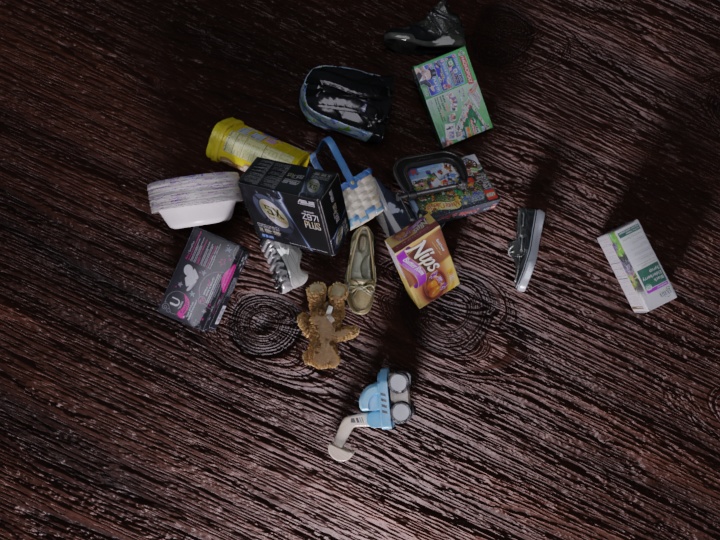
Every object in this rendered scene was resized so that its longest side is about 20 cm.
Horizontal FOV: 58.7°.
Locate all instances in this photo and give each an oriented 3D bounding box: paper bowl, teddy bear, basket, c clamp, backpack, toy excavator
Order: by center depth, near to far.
[{"bbox_3d":[-0.358,-0.151,1.402,0.199,0.201,0.105,-9,97,-3],"label":"paper bowl"},{"bbox_3d":[0.158,-0.195,1.423,0.199,0.027,0.171,-18,59,-18],"label":"c clamp"},{"bbox_3d":[-0.044,-0.191,1.431,0.138,0.176,0.201,-28,92,-14],"label":"basket"},{"bbox_3d":[0.023,0.323,1.444,0.198,0.100,0.196,-6,84,10],"label":"toy excavator"},{"bbox_3d":[-0.077,0.123,1.461,0.144,0.067,0.202,-14,83,1],"label":"teddy bear"},{"bbox_3d":[-0.042,-0.388,1.472,0.199,0.154,0.165,10,87,-23],"label":"backpack"}]

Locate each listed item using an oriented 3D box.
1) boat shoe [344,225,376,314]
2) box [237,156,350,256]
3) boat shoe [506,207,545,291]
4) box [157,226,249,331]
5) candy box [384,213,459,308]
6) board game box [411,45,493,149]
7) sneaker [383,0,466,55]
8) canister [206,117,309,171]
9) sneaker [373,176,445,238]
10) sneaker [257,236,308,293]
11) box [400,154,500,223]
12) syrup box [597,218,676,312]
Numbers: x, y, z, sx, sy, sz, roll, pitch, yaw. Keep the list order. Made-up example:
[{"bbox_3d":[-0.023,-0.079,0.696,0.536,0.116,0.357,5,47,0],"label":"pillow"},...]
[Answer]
[{"bbox_3d":[0.003,-0.001,1.472,0.073,0.063,0.202,6,85,-2],"label":"boat shoe"},{"bbox_3d":[-0.135,-0.134,1.341,0.199,0.164,0.086,15,54,22],"label":"box"},{"bbox_3d":[0.377,-0.050,1.495,0.070,0.072,0.201,13,75,8],"label":"boat shoe"},{"bbox_3d":[-0.345,0.020,1.423,0.114,0.132,0.201,24,86,2],"label":"box"},{"bbox_3d":[0.141,-0.018,1.421,0.116,0.201,0.057,-31,46,-5],"label":"candy box"},{"bbox_3d":[0.217,-0.406,1.509,0.134,0.029,0.201,-22,99,-4],"label":"board game box"},{"bbox_3d":[0.150,-0.576,1.518,0.198,0.076,0.115,-3,84,-5],"label":"sneaker"},{"bbox_3d":[-0.226,-0.261,1.440,0.199,0.149,0.087,24,111,0],"label":"canister"},{"bbox_3d":[0.110,-0.146,1.486,0.145,0.077,0.203,-23,75,-15],"label":"sneaker"},{"bbox_3d":[-0.182,-0.050,1.473,0.081,0.075,0.201,-17,85,-22],"label":"sneaker"},{"bbox_3d":[0.201,-0.184,1.459,0.199,0.038,0.137,-16,64,-19],"label":"box"},{"bbox_3d":[0.641,-0.008,1.488,0.078,0.081,0.201,-25,86,-3],"label":"syrup box"}]
